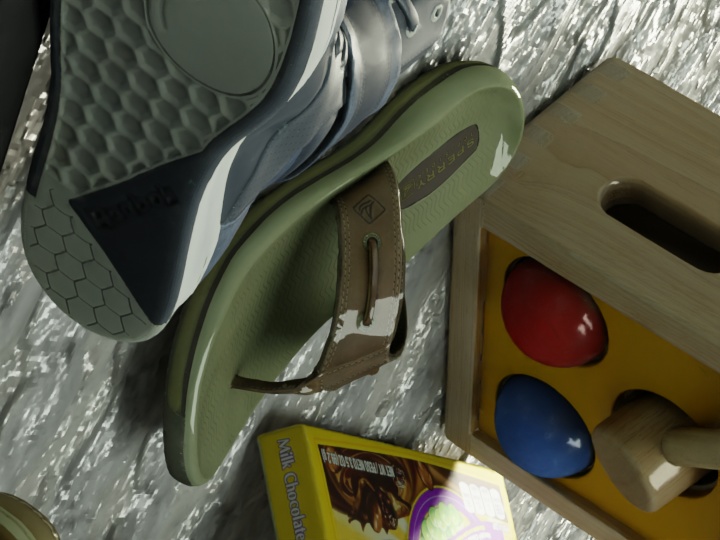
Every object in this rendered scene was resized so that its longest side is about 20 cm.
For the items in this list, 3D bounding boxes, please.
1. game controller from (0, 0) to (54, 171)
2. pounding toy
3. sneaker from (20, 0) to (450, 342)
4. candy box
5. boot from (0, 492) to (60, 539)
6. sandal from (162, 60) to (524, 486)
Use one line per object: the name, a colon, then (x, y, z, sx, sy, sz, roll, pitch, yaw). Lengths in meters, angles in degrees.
game controller: (-0.143, -0.015, 0.746, 0.104, 0.042, 0.201, -15, 130, -54)
pounding toy: (0.128, 0.041, 1.097, 0.142, 0.200, 0.185, -40, 149, -31)
sneaker: (-0.022, -0.085, 0.791, 0.146, 0.077, 0.203, -47, 173, -37)
candy box: (0.021, 0.123, 1.128, 0.200, 0.026, 0.103, 19, 58, -63)
boot: (-0.103, 0.132, 0.943, 0.154, 0.072, 0.201, -27, 146, -45)
sandal: (0.000, -0.001, 0.990, 0.201, 0.057, 0.080, -45, 151, -25)
